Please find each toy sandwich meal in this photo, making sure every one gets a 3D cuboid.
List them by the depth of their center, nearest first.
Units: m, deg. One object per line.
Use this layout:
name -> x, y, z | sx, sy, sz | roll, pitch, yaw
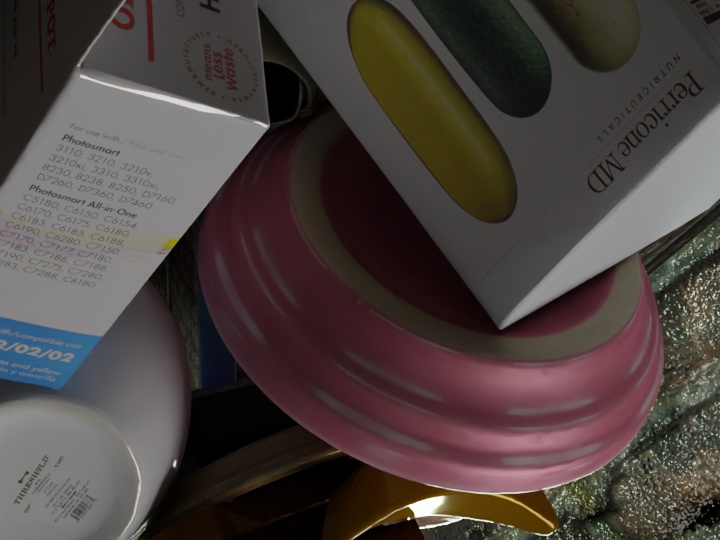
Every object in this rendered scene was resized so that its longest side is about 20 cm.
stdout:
toy sandwich meal -> -0.009, 0.116, 0.712 | 0.203, 0.071, 0.205 | -17, 161, -6

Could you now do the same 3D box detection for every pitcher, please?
pitcher -> -0.120, 0.015, 0.699 | 0.172, 0.121, 0.200 | -56, -158, 20

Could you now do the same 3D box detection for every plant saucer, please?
plant saucer -> 0.035, -0.004, 0.679 | 0.200, 0.200, 0.051 | -26, 150, -42

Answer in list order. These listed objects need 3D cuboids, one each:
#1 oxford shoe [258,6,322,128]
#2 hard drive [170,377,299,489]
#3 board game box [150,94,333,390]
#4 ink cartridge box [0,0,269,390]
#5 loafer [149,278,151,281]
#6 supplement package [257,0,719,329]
oxford shoe -> -0.041, -0.092, 0.717 | 0.071, 0.074, 0.199 | -45, 166, 36
hard drive -> 0.013, 0.073, 0.781 | 0.198, 0.033, 0.140 | -12, 157, -17
board game box -> 0.000, 0.000, 0.840 | 0.198, 0.097, 0.161 | -11, 131, -17
ink cartridge box -> -0.089, -0.063, 0.555 | 0.067, 0.116, 0.200 | 14, 139, -29
loafer -> -0.117, 0.000, 0.882 | 0.199, 0.063, 0.072 | -35, 169, -8
supplement package -> 0.075, -0.119, 0.635 | 0.150, 0.201, 0.152 | -26, 164, -41
